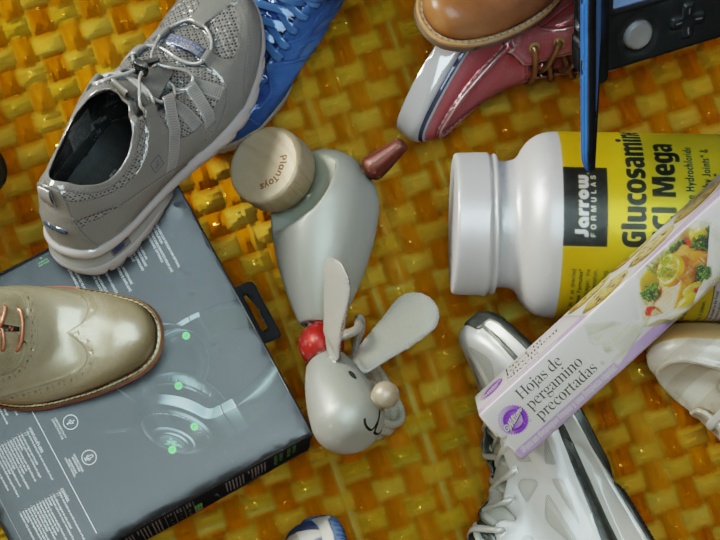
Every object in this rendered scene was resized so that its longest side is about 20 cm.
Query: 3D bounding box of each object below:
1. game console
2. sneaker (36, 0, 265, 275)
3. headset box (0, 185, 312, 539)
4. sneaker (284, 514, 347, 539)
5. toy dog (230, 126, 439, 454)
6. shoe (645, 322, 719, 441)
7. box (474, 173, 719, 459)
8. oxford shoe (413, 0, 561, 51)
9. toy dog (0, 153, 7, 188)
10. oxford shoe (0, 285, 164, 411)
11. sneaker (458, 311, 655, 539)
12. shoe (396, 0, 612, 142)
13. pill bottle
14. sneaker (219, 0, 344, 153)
[{"bbox_3d":[0.174,-0.182,1.551,0.170,0.200,0.118,-18,39,-19],"label":"game console"},{"bbox_3d":[-0.118,-0.094,1.571,0.075,0.082,0.200,19,65,22],"label":"sneaker"},{"bbox_3d":[-0.143,0.067,1.618,0.200,0.093,0.174,-29,83,-6],"label":"headset box"},{"bbox_3d":[-0.040,0.212,1.561,0.088,0.200,0.075,-11,121,0],"label":"sneaker"},{"bbox_3d":[0.000,0.000,1.604,0.096,0.132,0.200,-25,81,24],"label":"toy dog"},{"bbox_3d":[0.261,0.092,1.635,0.200,0.070,0.053,26,48,0],"label":"shoe"},{"bbox_3d":[0.151,0.025,1.566,0.200,0.041,0.039,-43,100,9],"label":"box"},{"bbox_3d":[0.114,-0.203,1.621,0.200,0.071,0.071,-36,79,-14],"label":"oxford shoe"},{"bbox_3d":[-0.291,-0.086,1.593,0.139,0.194,0.200,-37,78,-19],"label":"toy dog"},{"bbox_3d":[-0.211,0.041,1.535,0.199,0.074,0.071,-5,79,-2],"label":"oxford shoe"},{"bbox_3d":[0.088,0.130,1.625,0.115,0.076,0.201,-30,86,-8],"label":"sneaker"},{"bbox_3d":[0.113,-0.141,1.669,0.091,0.071,0.200,36,77,9],"label":"shoe"},{"bbox_3d":[0.154,-0.026,1.633,0.199,0.112,0.113,1,81,-2],"label":"pill bottle"},{"bbox_3d":[-0.048,-0.165,1.648,0.077,0.111,0.200,37,82,4],"label":"sneaker"}]
